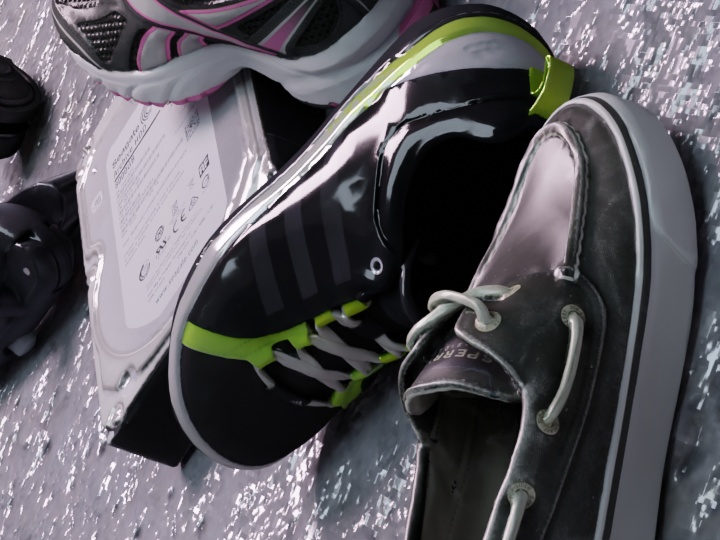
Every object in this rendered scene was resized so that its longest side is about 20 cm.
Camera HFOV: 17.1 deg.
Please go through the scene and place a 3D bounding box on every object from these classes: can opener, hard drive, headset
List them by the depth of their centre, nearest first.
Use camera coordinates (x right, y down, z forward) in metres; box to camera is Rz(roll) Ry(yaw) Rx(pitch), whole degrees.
[{"bbox_3d":[-0.068,-0.034,0.992,0.140,0.038,0.200,-54,28,27],"label":"hard drive"},{"bbox_3d":[-0.190,0.028,1.179,0.063,0.079,0.200,55,134,15],"label":"can opener"},{"bbox_3d":[-0.229,-0.067,1.273,0.200,0.094,0.124,-178,108,-76],"label":"headset"}]

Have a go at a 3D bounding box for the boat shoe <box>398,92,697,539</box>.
[{"bbox_3d":[0.048,0.031,0.672,0.071,0.064,0.200,-33,42,51],"label":"boat shoe"}]

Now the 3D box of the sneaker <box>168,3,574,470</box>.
[{"bbox_3d":[0.000,0.000,0.785,0.200,0.072,0.083,-56,29,25],"label":"sneaker"}]

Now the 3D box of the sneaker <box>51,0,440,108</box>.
[{"bbox_3d":[-0.058,-0.120,0.924,0.200,0.086,0.080,3,52,46],"label":"sneaker"}]
